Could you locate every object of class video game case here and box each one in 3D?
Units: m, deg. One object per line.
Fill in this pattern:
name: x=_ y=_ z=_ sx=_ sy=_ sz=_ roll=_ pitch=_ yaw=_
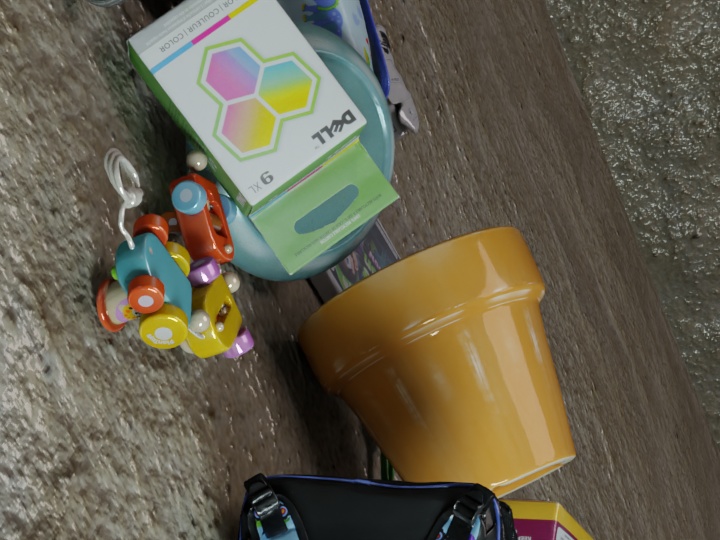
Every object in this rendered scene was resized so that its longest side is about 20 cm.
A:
video game case: x=0.000 y=0.000 z=1.487 sx=0.182 sy=0.023 sz=0.200 roll=-85 pitch=151 yaw=-51

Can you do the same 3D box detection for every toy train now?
toy train: x=-0.131 y=-0.010 z=1.062 sx=0.200 sy=0.056 sz=0.151 roll=12 pitch=60 yaw=-73

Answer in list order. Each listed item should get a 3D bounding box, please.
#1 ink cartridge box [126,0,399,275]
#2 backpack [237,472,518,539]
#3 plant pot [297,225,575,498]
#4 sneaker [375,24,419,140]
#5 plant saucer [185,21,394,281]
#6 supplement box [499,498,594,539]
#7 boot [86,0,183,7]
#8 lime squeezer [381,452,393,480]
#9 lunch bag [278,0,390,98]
ink cartridge box: x=-0.067 y=-0.108 z=1.151 sx=0.200 sy=0.104 sz=0.059 roll=54 pitch=-10 yaw=0
backpack: x=0.009 y=0.238 z=1.039 sx=0.135 sy=0.182 sz=0.200 roll=60 pitch=32 yaw=-72
plant pot: x=0.077 y=0.091 z=1.286 sx=0.184 sy=0.200 sz=0.200 roll=64 pitch=16 yaw=13
sneaker: x=0.007 y=-0.174 z=1.590 sx=0.115 sy=0.075 sz=0.200 roll=66 pitch=15 yaw=-10
plant saucer: x=-0.044 y=-0.090 z=1.240 sx=0.200 sy=0.027 sz=0.201 roll=-7 pitch=101 yaw=-39
supplement box: x=0.128 y=0.306 z=1.353 sx=0.131 sy=0.103 sz=0.200 roll=49 pitch=46 yaw=-52
boot: x=-0.147 y=-0.230 z=1.195 sx=0.174 sy=0.069 sz=0.200 roll=49 pitch=26 yaw=-49
lime squeezer: x=0.045 y=0.125 z=1.405 sx=0.200 sy=0.071 sz=0.038 roll=-64 pitch=146 yaw=-21
lunch bag: x=-0.052 y=-0.210 z=1.393 sx=0.200 sy=0.127 sz=0.170 roll=70 pitch=4 yaw=-82
